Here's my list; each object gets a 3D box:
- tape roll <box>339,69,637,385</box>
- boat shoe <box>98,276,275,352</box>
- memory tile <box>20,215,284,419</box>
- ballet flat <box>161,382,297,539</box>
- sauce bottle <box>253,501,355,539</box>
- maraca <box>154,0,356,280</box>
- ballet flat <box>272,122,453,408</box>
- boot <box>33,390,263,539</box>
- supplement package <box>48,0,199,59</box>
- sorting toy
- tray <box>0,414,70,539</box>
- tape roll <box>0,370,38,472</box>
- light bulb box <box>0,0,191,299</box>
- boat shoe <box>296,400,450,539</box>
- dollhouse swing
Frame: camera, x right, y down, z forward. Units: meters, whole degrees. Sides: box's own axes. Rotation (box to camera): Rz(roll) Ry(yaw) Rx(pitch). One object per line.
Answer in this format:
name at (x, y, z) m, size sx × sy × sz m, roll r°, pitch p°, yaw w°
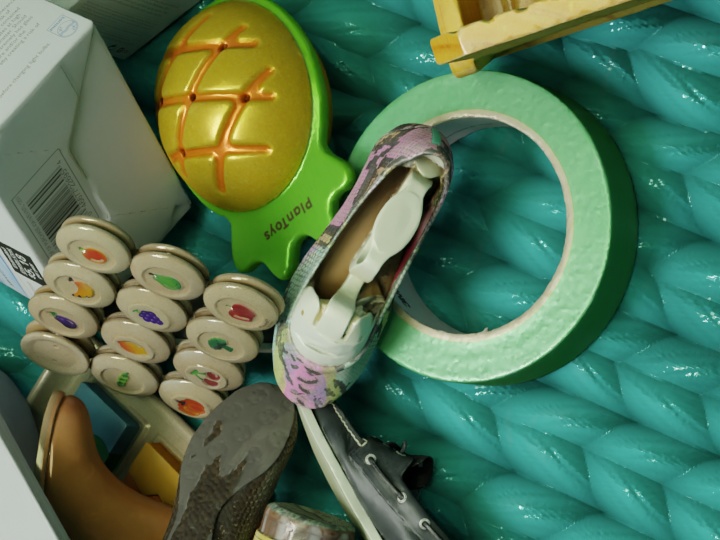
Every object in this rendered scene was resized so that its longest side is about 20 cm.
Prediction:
tape roll at (0.078, -0.027, 1.487) m, size 0.200 × 0.048 × 0.201 m, roll -3°, pitch 85°, yaw 28°
boat shoe at (-0.129, 0.020, 1.583) m, size 0.199 × 0.067 × 0.057 m, roll 7°, pitch 93°, yaw 32°
memory tile at (-0.141, 0.036, 1.510) m, size 0.153 × 0.200 × 0.017 m, roll 22°, pitch 59°, yaw -6°
ballet flat at (-0.091, 0.161, 1.496) m, size 0.067 × 0.046 × 0.200 m, roll 7°, pitch 54°, yaw 21°
sauce bottle at (-0.061, 0.250, 1.476) m, size 0.065 × 0.065 × 0.201 m, roll 18°, pitch 89°, yaw 28°
maraca at (-0.070, -0.091, 1.535) m, size 0.137 × 0.107 × 0.200 m, roll -40°, pitch 63°, yaw 33°
ballet flat at (0.000, 0.000, 1.454) m, size 0.069 × 0.071 × 0.200 m, roll 27°, pitch 99°, yaw -7°
boot at (-0.133, 0.172, 1.537) m, size 0.154 × 0.074 × 0.201 m, roll -7°, pitch 93°, yaw 6°
supplement package at (-0.142, -0.254, 1.591) m, size 0.200 × 0.109 × 0.114 m, roll -36°, pitch 70°, yaw 21°
sorting toy at (-0.183, 0.171, 1.615) m, size 0.200 × 0.036 × 0.185 m, roll 39°, pitch 103°, yaw 25°
tray at (-0.234, 0.152, 1.515) m, size 0.200 × 0.022 × 0.108 m, roll 55°, pitch 140°, yaw 30°
tape roll at (-0.321, 0.154, 1.653) m, size 0.200 × 0.066 × 0.201 m, roll -10°, pitch 72°, yaw 35°
light bulb box at (-0.249, -0.095, 1.560) m, size 0.200 × 0.198 × 0.125 m, roll 26°, pitch 66°, yaw 34°
boat shoe at (0.024, 0.146, 1.491) m, size 0.066 × 0.075 × 0.200 m, roll -29°, pitch 59°, yaw -6°
dollhouse swing at (0.124, -0.216, 1.393) m, size 0.199 × 0.176 × 0.182 m, roll -17°, pitch 78°, yaw 19°
